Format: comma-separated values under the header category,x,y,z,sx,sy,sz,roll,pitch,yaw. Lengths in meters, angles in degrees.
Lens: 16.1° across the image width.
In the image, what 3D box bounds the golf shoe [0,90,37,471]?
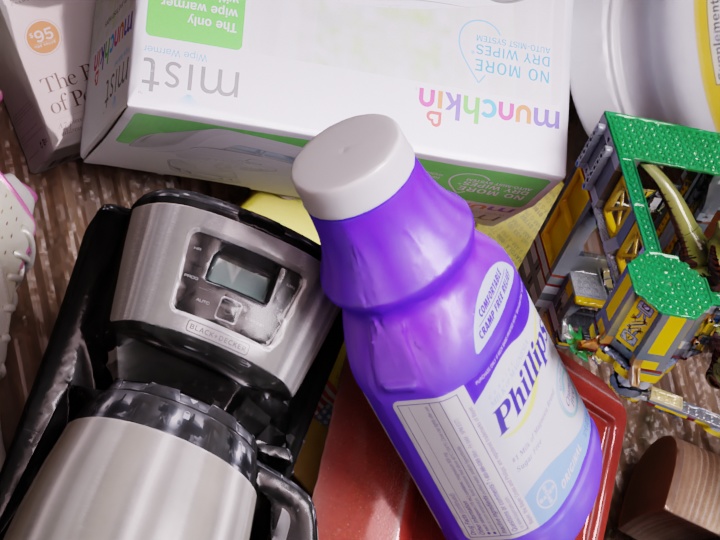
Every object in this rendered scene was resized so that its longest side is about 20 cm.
category,x,y,z,sx,sy,sz,roll,pitch,yaw
golf shoe,-0.174,0.005,1.110,0.091,0.075,0.201,-14,84,-26

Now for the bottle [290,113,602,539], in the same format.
category,x,y,z,sx,sy,sz,roll,pitch,yaw
bottle,0.034,0.028,1.018,0.200,0.065,0.084,62,37,-33

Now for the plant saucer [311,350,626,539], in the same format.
category,x,y,z,sx,sy,sz,roll,pitch,yaw
plant saucer,0.053,0.111,1.130,0.200,0.037,0.200,33,64,-49

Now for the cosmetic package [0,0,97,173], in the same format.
category,x,y,z,sx,sy,sz,roll,pitch,yaw
cosmetic package,-0.072,-0.118,1.185,0.200,0.051,0.083,-21,85,-23

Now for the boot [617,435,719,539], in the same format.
category,x,y,z,sx,sy,sz,roll,pitch,yaw
boot,0.178,0.193,1.203,0.155,0.077,0.200,29,61,-17

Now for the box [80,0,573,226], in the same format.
category,x,y,z,sx,sy,sz,roll,pitch,yaw
box,-0.013,-0.125,1.129,0.199,0.097,0.177,9,74,-17

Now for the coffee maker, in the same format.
category,x,y,z,sx,sy,sz,roll,pitch,yaw
coffee maker,-0.099,0.083,1.050,0.135,0.192,0.200,34,63,-30

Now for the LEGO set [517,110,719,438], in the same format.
category,x,y,z,sx,sy,sz,roll,pitch,yaw
LEGO set,0.158,0.025,1.096,0.199,0.116,0.154,3,44,-26

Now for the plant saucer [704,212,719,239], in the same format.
category,x,y,z,sx,sy,sz,roll,pitch,yaw
plant saucer,0.262,-0.023,1.233,0.200,0.037,0.201,-9,118,-17

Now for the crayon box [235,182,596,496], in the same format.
category,x,y,z,sx,sy,sz,roll,pitch,yaw
crayon box,0.000,0.000,1.185,0.200,0.051,0.127,-44,95,-23

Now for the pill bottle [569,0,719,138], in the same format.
category,x,y,z,sx,sy,sz,roll,pitch,yaw
pill bottle,0.198,-0.105,1.127,0.112,0.199,0.112,24,63,-61
